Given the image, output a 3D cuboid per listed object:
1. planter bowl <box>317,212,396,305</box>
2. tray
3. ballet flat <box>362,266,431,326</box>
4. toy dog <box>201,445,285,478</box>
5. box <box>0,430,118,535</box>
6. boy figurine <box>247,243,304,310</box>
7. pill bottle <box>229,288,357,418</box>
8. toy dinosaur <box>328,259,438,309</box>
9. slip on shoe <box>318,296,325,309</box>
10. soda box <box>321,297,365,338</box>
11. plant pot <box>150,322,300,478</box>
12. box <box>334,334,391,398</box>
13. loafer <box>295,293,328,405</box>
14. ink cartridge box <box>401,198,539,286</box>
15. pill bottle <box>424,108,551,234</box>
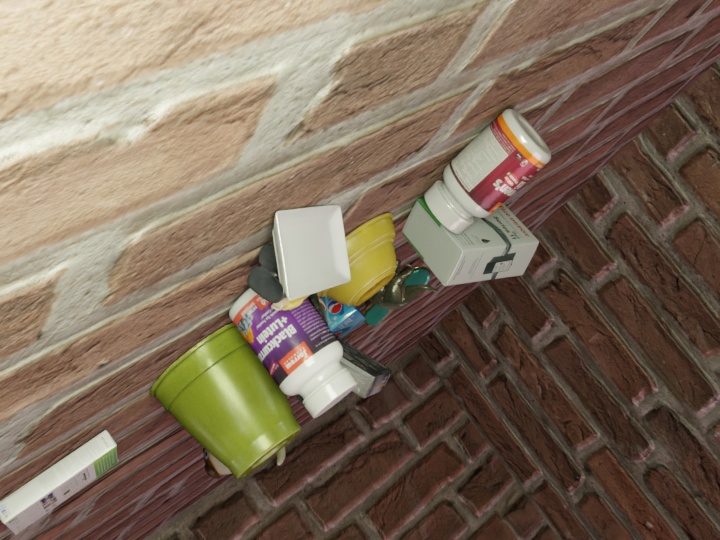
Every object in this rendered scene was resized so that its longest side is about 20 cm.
[{"bbox_3d":[0.000,0.000,1.554,0.199,0.084,0.201,-37,171,-7],"label":"planter bowl"},{"bbox_3d":[-0.065,-0.026,1.194,0.022,0.110,0.199,-8,-177,22],"label":"tray"},{"bbox_3d":[0.081,0.051,2.192,0.199,0.071,0.065,-37,-162,7],"label":"ballet flat"},{"bbox_3d":[-0.254,0.344,1.896,0.138,0.196,0.200,-29,-178,26],"label":"toy dog"},{"bbox_3d":[-0.480,0.339,1.477,0.199,0.037,0.145,-33,169,-24],"label":"box"},{"bbox_3d":[-0.084,-0.004,1.282,0.126,0.064,0.200,-64,168,11],"label":"boy figurine"},{"bbox_3d":[-0.095,0.111,1.356,0.111,0.201,0.112,-36,170,-7],"label":"pill bottle"},{"bbox_3d":[0.047,0.029,1.721,0.077,0.196,0.104,-41,144,-81],"label":"toy dinosaur"},{"bbox_3d":[-0.109,0.081,1.547,0.073,0.062,0.200,-27,172,16],"label":"slip on shoe"},{"bbox_3d":[-0.041,0.084,1.845,0.067,0.065,0.200,-38,170,-1],"label":"soda box"},{"bbox_3d":[-0.199,0.215,1.475,0.199,0.194,0.201,-37,171,-7],"label":"plant pot"},{"bbox_3d":[-0.044,0.176,1.844,0.049,0.198,0.158,-61,167,7],"label":"box"},{"bbox_3d":[-0.070,0.107,1.451,0.062,0.204,0.071,-18,159,36],"label":"loafer"},{"bbox_3d":[0.197,-0.058,1.641,0.197,0.147,0.084,-7,135,-38],"label":"ink cartridge box"},{"bbox_3d":[0.205,-0.158,1.511,0.200,0.110,0.109,-43,169,23],"label":"pill bottle"}]
